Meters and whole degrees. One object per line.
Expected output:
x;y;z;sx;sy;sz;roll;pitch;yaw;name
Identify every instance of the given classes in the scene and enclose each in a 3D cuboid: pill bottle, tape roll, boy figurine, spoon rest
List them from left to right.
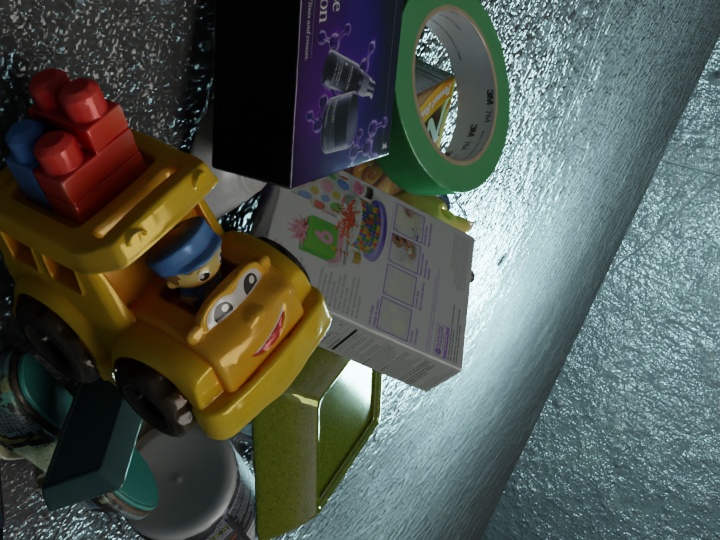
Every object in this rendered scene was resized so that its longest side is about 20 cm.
-0.142;0.221;0.817;0.106;0.106;0.200;-51;156;-21;pill bottle
-0.120;-0.050;0.714;0.099;0.060;0.201;25;81;-69;spoon rest
0.060;-0.052;0.945;0.200;0.124;0.065;-75;176;-60;boy figurine
0.074;-0.173;0.847;0.200;0.048;0.201;0;90;-51;tape roll

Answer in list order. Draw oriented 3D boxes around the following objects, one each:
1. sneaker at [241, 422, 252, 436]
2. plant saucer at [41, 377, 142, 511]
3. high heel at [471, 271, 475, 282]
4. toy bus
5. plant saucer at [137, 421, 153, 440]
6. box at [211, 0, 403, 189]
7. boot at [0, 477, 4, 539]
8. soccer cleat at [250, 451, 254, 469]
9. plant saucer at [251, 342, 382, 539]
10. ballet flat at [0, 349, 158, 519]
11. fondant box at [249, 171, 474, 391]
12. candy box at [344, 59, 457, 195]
-0.060;0.071;0.889;0.200;0.075;0.089;-50;146;-38;sneaker
-0.168;0.066;0.617;0.019;0.070;0.200;47;34;-34;plant saucer
0.038;0.055;0.997;0.071;0.142;0.201;46;62;-68;high heel
-0.132;-0.021;0.533;0.136;0.200;0.192;-47;147;-31;toy bus
-0.182;0.115;0.787;0.200;0.035;0.201;-46;154;-31;plant saucer
-0.034;-0.177;0.651;0.141;0.079;0.201;-31;132;-54;box
-0.295;0.172;0.604;0.097;0.075;0.200;-4;147;-24;boot
-0.061;0.166;1.071;0.200;0.069;0.085;-50;160;-12;soccer cleat
-0.028;0.124;0.819;0.200;0.048;0.200;-50;149;-49;plant saucer
-0.222;0.128;0.649;0.074;0.074;0.200;-50;138;-24;ballet flat
0.000;0.000;0.774;0.058;0.199;0.145;-40;-148;48;fondant box
0.016;-0.127;0.891;0.200;0.055;0.116;-36;148;-46;candy box
